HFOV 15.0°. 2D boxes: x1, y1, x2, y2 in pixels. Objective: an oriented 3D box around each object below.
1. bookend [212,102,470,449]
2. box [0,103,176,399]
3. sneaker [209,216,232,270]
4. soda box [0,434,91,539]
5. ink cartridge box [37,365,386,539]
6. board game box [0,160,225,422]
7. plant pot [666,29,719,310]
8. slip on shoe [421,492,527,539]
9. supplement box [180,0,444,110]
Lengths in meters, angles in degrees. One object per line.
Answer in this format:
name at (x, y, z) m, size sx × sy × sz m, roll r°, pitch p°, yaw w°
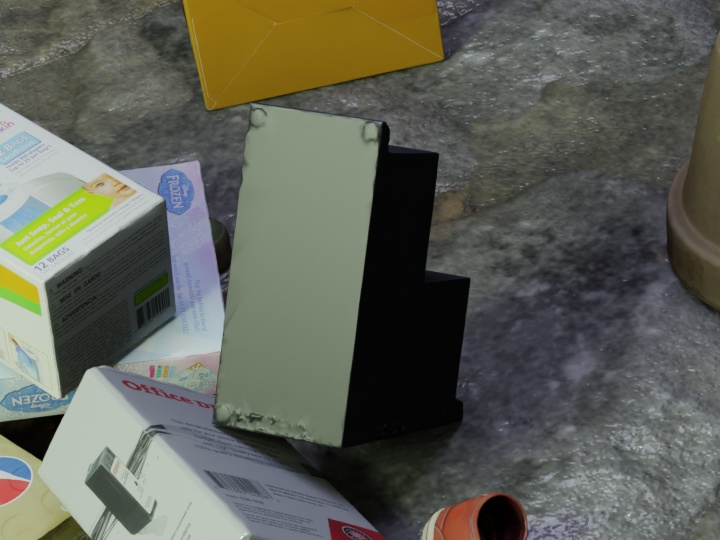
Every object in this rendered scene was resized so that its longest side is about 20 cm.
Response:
bookend at (0.000, 0.000, 1.729) m, size 0.092 × 0.201 × 0.199 m, roll 9°, pitch 6°, yaw 23°
box at (-0.230, -0.023, 1.776) m, size 0.199 × 0.102 × 0.112 m, roll 30°, pitch 50°, yaw 31°
sneaker at (-0.197, -0.037, 1.977) m, size 0.199 × 0.090 × 0.067 m, roll -2°, pitch 36°, yaw 10°
soda box at (-0.251, 0.147, 1.770) m, size 0.068 × 0.064 × 0.200 m, roll -35°, pitch 44°, yaw -30°
ink cartridge box at (-0.083, 0.151, 1.651) m, size 0.144 × 0.084 × 0.200 m, roll 18°, pitch 16°, yaw -41°
board game box at (-0.194, 0.014, 1.843) m, size 0.198 × 0.044 × 0.201 m, roll -8°, pitch 42°, yaw -5°
plant pot at (0.301, -0.089, 1.864) m, size 0.199 × 0.175 × 0.201 m, roll -7°, pitch 37°, yaw 5°
slip on shoe at (0.073, 0.202, 1.608) m, size 0.061 × 0.074 × 0.200 m, roll -36°, pitch 26°, yaw 22°
supplement box at (-0.053, -0.255, 2.195) m, size 0.196 × 0.133 × 0.200 m, roll -12°, pitch 37°, yaw -3°
